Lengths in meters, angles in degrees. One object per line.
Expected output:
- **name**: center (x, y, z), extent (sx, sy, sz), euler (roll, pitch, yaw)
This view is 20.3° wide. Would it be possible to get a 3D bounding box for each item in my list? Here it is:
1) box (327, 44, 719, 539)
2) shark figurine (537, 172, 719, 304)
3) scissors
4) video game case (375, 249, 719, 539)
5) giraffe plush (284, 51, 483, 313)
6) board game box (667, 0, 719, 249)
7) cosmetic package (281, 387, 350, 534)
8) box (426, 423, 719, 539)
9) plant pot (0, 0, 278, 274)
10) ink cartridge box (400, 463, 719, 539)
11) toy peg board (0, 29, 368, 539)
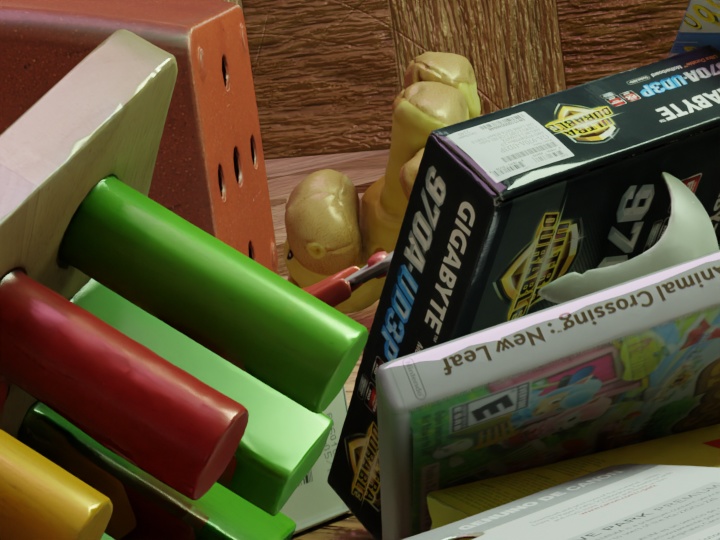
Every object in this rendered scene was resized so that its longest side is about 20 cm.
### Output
- **box**: center (0.077, 0.012, 0.842), extent (0.158, 0.201, 0.046), euler (-19, 50, -35)
- **shark figurine**: center (0.159, 0.056, 0.820), extent (0.090, 0.128, 0.214), euler (-46, -31, 6)
- **scissors**: center (0.000, 0.000, 0.886), extent (0.199, 0.014, 0.073), euler (-31, 5, 13)
- **video game case**: center (0.094, 0.052, 0.686), extent (0.181, 0.022, 0.200), euler (-18, -26, -7)
- **giraffe plush**: center (0.017, -0.032, 1.393), extent (0.161, 0.201, 0.173), euler (-11, 30, 15)
- **board game box**: center (0.222, -0.047, 0.877), extent (0.199, 0.196, 0.056), euler (25, 50, 10)
- **cosmetic package**: center (-0.106, 0.084, 0.959), extent (0.103, 0.074, 0.199), euler (-15, 9, -42)
- **box**: center (0.123, 0.090, 0.660), extent (0.199, 0.076, 0.050), euler (-10, 8, -21)
- **plant pot**: center (-0.137, -0.036, 0.898), extent (0.175, 0.201, 0.200), euler (-5, 12, 8)
- **ink cartridge box**: center (0.066, 0.112, 0.495), extent (0.199, 0.084, 0.175), euler (-13, 7, -38)
- **toy peg board**: center (-0.089, 0.080, 0.517), extent (0.097, 0.201, 0.199), euler (29, 46, 10)
